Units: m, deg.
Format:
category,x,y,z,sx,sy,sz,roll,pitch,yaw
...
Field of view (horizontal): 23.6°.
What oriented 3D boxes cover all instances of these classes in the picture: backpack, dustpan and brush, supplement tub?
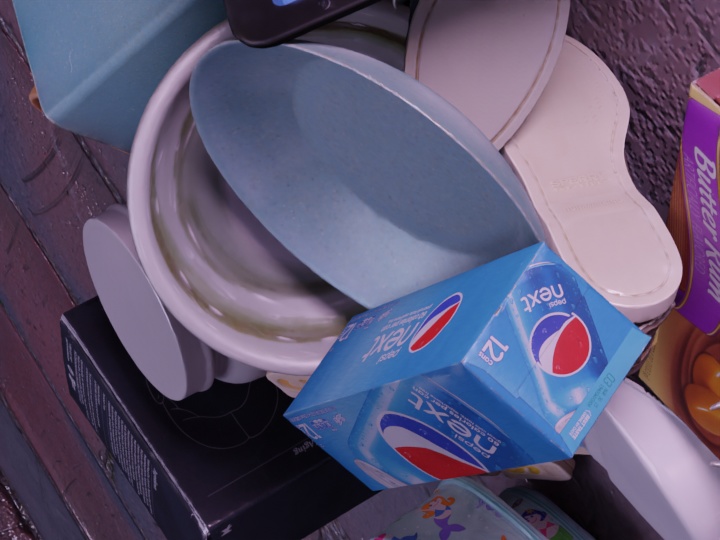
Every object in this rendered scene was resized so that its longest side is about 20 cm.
category,x,y,z,sx,sy,sz,roll,pitch,yaw
backpack,0.088,0.227,1.102,0.178,0.150,0.200,40,157,33
dustpan and brush,0.193,0.127,0.898,0.200,0.057,0.140,51,173,28
supplement tub,-0.055,-0.019,1.068,0.145,0.200,0.145,47,153,33

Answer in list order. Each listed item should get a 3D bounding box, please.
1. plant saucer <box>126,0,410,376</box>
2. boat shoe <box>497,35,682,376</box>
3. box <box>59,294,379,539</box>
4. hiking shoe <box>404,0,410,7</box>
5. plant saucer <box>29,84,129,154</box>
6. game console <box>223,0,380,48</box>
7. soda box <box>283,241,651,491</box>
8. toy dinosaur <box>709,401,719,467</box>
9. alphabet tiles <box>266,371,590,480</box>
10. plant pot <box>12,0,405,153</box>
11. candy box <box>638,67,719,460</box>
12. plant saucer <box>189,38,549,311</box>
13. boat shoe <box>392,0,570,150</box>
category,x,y,z,sx,sy,sz,roll,pitch,yaw
plant saucer,-0.023,-0.046,0.890,0.050,0.200,0.200,-130,20,-69
boat shoe,0.100,-0.037,0.823,0.060,0.072,0.200,93,166,-46
box,-0.080,0.088,1.242,0.197,0.200,0.124,52,157,25
hiking shoe,-0.027,-0.141,1.020,0.200,0.087,0.074,47,153,34
plant saucer,-0.135,-0.103,1.228,0.200,0.200,0.038,8,78,63
game console,0.003,-0.218,0.687,0.116,0.200,0.176,-93,-22,-55
soda box,0.040,0.049,0.778,0.064,0.068,0.200,41,157,-11
toy dinosaur,0.232,0.075,0.708,0.102,0.077,0.200,3,160,38
alphabet tiles,0.050,0.085,1.014,0.195,0.015,0.200,1,156,29
plant pot,-0.064,-0.168,0.904,0.200,0.141,0.142,-35,58,27
candy box,0.191,0.011,0.769,0.117,0.056,0.200,49,155,34
plant saucer,0.013,-0.042,0.785,0.201,0.039,0.201,31,156,16
boat shoe,0.055,-0.148,0.793,0.062,0.075,0.200,-130,45,-69
